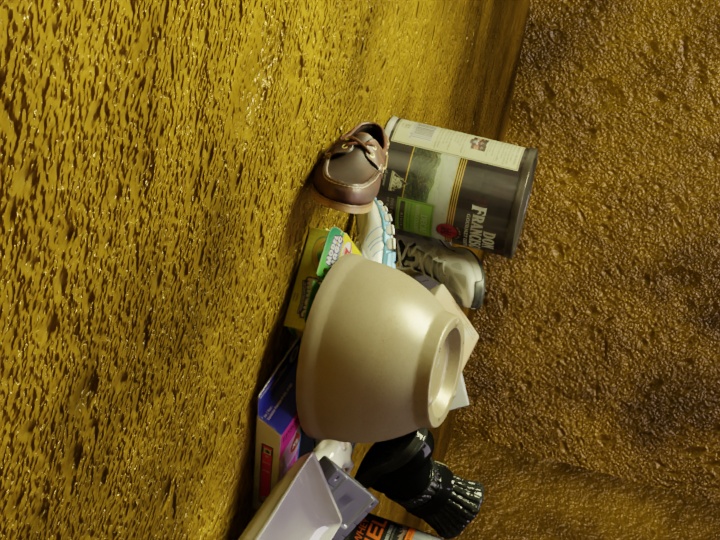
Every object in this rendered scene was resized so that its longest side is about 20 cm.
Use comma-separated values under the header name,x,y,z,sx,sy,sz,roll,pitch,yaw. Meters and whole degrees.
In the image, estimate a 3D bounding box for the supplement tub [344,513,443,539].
name,x,y,z,sx,sy,sz,roll,pitch,yaw
supplement tub,0.006,0.385,1.888,0.122,0.198,0.124,16,90,-80

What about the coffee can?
name,x,y,z,sx,sy,sz,roll,pitch,yaw
coffee can,0.122,-0.110,1.879,0.146,0.198,0.148,14,90,-80

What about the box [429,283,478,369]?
name,x,y,z,sx,sy,sz,roll,pitch,yaw
box,0.074,0.109,1.791,0.077,0.095,0.200,-30,-167,28

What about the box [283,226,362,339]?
name,x,y,z,sx,sy,sz,roll,pitch,yaw
box,-0.030,0.035,1.566,0.200,0.048,0.119,57,46,-66

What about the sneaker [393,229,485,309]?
name,x,y,z,sx,sy,sz,roll,pitch,yaw
sneaker,0.082,-0.005,1.906,0.201,0.114,0.076,-130,-137,-52

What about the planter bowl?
name,x,y,z,sx,sy,sz,roll,pitch,yaw
planter bowl,0.032,0.093,1.502,0.200,0.133,0.203,11,90,-71

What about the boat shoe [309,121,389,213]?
name,x,y,z,sx,sy,sz,roll,pitch,yaw
boat shoe,-0.008,-0.113,1.495,0.200,0.070,0.071,-75,-176,-73

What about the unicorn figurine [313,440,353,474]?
name,x,y,z,sx,sy,sz,roll,pitch,yaw
unicorn figurine,-0.047,0.235,1.749,0.201,0.073,0.138,-70,174,-49

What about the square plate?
name,x,y,z,sx,sy,sz,roll,pitch,yaw
square plate,-0.096,0.309,1.526,0.201,0.028,0.199,-54,156,-21

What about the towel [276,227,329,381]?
name,x,y,z,sx,sy,sz,roll,pitch,yaw
towel,-0.059,0.059,1.594,0.086,0.018,0.202,80,24,-70

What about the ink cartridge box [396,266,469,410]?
name,x,y,z,sx,sy,sz,roll,pitch,yaw
ink cartridge box,0.090,0.096,2.048,0.145,0.086,0.203,-75,151,-83

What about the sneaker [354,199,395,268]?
name,x,y,z,sx,sy,sz,roll,pitch,yaw
sneaker,0.000,0.000,1.712,0.075,0.085,0.202,109,-23,-60

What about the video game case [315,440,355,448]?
name,x,y,z,sx,sy,sz,roll,pitch,yaw
video game case,-0.033,0.236,2.006,0.183,0.023,0.202,-66,166,-47

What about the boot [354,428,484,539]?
name,x,y,z,sx,sy,sz,roll,pitch,yaw
boot,0.092,0.266,1.822,0.080,0.157,0.211,-59,-176,-22

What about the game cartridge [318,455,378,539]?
name,x,y,z,sx,sy,sz,roll,pitch,yaw
game cartridge,-0.051,0.294,1.681,0.130,0.038,0.200,-50,156,-5

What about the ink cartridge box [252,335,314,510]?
name,x,y,z,sx,sy,sz,roll,pitch,yaw
ink cartridge box,-0.079,0.170,1.523,0.201,0.037,0.095,94,23,-46
